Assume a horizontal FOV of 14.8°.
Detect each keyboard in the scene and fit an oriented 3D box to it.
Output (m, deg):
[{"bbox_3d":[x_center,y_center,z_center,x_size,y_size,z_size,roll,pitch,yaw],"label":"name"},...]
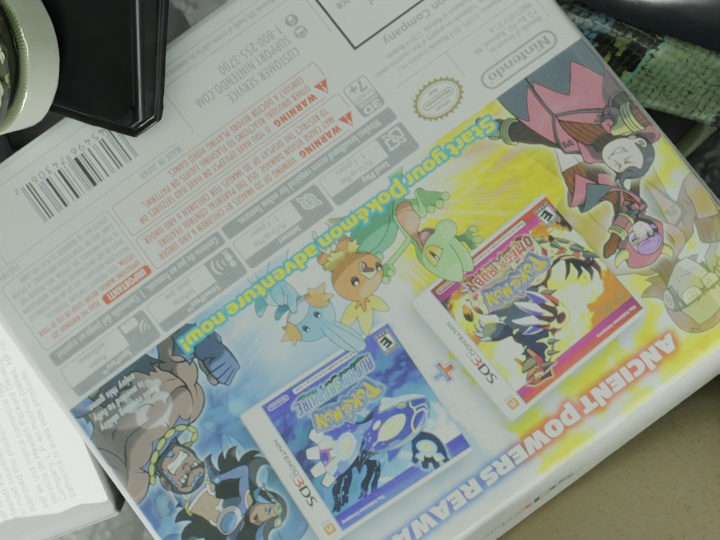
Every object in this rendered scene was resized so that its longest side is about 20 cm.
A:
[{"bbox_3d":[-0.134,-0.123,0.865,0.200,0.021,0.127,20,121,35],"label":"keyboard"}]

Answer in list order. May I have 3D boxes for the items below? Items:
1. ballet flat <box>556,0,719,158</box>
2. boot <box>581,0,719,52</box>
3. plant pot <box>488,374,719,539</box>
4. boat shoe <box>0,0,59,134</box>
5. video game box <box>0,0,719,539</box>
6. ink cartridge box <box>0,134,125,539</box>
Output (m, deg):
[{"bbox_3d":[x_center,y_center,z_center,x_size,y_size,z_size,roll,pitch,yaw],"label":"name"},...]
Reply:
[{"bbox_3d":[0.131,-0.059,0.938,0.200,0.074,0.074,21,98,-2],"label":"ballet flat"},{"bbox_3d":[0.154,-0.040,0.858,0.200,0.076,0.168,-2,111,-6],"label":"boot"},{"bbox_3d":[0.128,0.108,0.905,0.200,0.200,0.134,39,79,-6],"label":"plant pot"},{"bbox_3d":[-0.180,-0.106,0.858,0.202,0.060,0.072,40,131,23],"label":"boat shoe"},{"bbox_3d":[0.000,0.000,0.853,0.200,0.047,0.182,-36,73,-4],"label":"video game box"},{"bbox_3d":[-0.196,0.042,0.936,0.200,0.086,0.146,-20,98,4],"label":"ink cartridge box"}]
